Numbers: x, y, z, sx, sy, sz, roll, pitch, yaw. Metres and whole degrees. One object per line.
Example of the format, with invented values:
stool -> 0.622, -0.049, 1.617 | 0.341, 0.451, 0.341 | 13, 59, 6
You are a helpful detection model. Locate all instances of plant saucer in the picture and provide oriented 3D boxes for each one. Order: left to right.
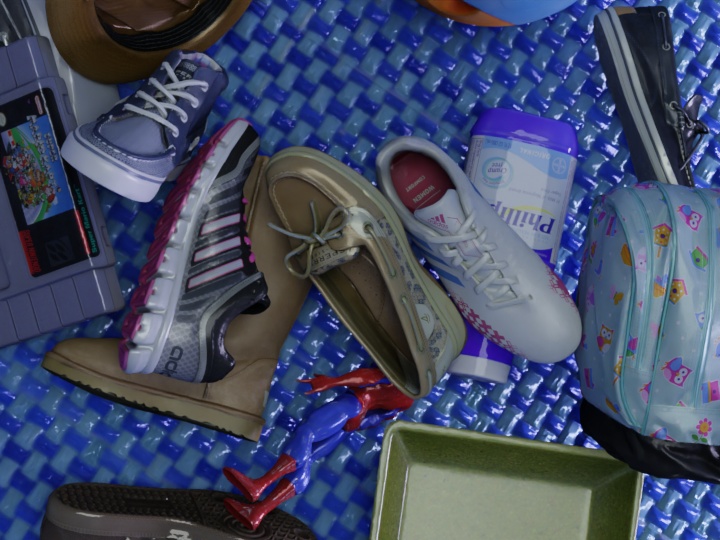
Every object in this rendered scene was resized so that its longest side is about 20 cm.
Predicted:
plant saucer -> 0.097, 0.222, 1.441 | 0.200, 0.048, 0.200 | 9, 84, -10

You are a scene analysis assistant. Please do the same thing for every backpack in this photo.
backpack -> 0.219, 0.037, 1.393 | 0.126, 0.167, 0.200 | 2, 102, -18

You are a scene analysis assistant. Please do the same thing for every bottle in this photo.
bottle -> 0.105, -0.017, 1.452 | 0.083, 0.065, 0.200 | 13, 84, -2

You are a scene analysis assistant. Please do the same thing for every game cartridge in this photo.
game cartridge -> -0.245, -0.052, 1.374 | 0.038, 0.130, 0.200 | -14, 87, -55

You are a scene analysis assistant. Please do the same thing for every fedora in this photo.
fedora -> -0.154, -0.226, 1.384 | 0.201, 0.201, 0.082 | -37, 60, -11

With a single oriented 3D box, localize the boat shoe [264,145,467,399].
boat shoe -> 0.000, 0.000, 1.370 | 0.200, 0.073, 0.063 | 49, 43, -13

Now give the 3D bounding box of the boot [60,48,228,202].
boot -> -0.144, -0.108, 1.341 | 0.073, 0.200, 0.090 | 31, 101, -2

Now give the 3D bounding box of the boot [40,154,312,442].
boot -> -0.121, 0.008, 1.417 | 0.175, 0.066, 0.200 | 18, 80, -12

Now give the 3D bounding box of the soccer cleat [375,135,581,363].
soccer cleat -> 0.077, -0.014, 1.377 | 0.070, 0.086, 0.200 | -42, 79, 4

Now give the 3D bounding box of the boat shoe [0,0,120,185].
boat shoe -> -0.230, -0.154, 1.407 | 0.068, 0.072, 0.200 | -13, 104, 22

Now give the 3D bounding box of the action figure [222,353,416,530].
action figure -> -0.018, 0.106, 1.416 | 0.200, 0.065, 0.052 | -34, 55, -27

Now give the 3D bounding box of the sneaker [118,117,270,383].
sneaker -> -0.099, -0.008, 1.356 | 0.087, 0.074, 0.200 | 24, 68, -16

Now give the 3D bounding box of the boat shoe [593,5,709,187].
boat shoe -> 0.233, -0.110, 1.479 | 0.062, 0.075, 0.200 | -16, 83, -4

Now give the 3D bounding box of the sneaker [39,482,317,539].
sneaker -> -0.132, 0.202, 1.404 | 0.200, 0.070, 0.076 | 11, 110, -11

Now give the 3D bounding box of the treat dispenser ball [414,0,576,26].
treat dispenser ball -> 0.097, -0.276, 1.403 | 0.201, 0.201, 0.201 | 1, 85, -10
